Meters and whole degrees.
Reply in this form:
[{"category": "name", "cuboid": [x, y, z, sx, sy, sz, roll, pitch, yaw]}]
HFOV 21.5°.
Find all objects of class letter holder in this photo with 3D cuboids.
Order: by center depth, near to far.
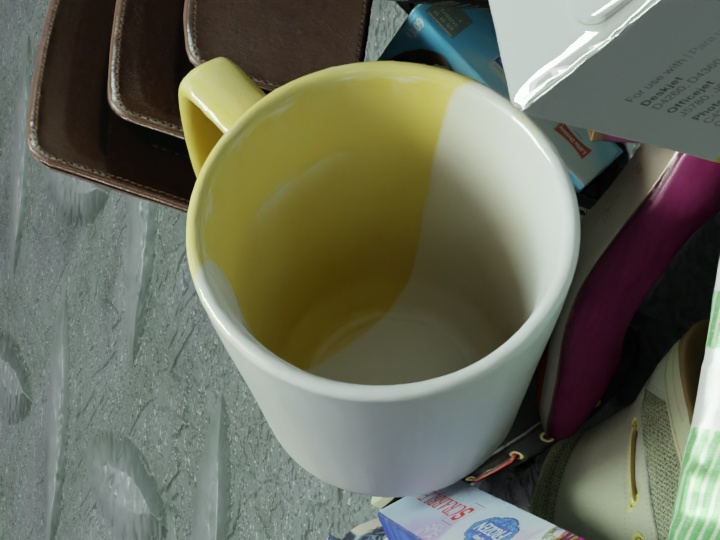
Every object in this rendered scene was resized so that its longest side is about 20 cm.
[{"category": "letter holder", "cuboid": [-0.073, -0.135, 0.915, 0.101, 0.142, 0.200, 119, 164, -48]}]

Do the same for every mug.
[{"category": "mug", "cuboid": [0.009, 0.003, 0.787, 0.153, 0.149, 0.187, 85, 177, -60]}]

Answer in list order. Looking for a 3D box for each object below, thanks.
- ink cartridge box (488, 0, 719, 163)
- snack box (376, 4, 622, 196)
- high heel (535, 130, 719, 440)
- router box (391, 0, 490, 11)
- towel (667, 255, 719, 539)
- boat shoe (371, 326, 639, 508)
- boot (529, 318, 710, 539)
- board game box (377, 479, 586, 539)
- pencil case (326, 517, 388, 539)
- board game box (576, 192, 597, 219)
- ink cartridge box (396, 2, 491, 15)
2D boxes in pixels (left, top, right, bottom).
[{"category": "ink cartridge box", "cuboid": [0.146, -0.120, 0.536, 0.146, 0.200, 0.147, -37, 53, 44]}, {"category": "snack box", "cuboid": [0.038, -0.046, 0.960, 0.116, 0.037, 0.200, 46, 146, 5]}, {"category": "high heel", "cuboid": [0.127, -0.006, 0.773, 0.068, 0.096, 0.200, -93, 10, -50]}, {"category": "router box", "cuboid": [0.066, -0.215, 0.840, 0.062, 0.149, 0.201, -159, 72, -66]}, {"category": "towel", "cuboid": [0.172, 0.040, 0.639, 0.152, 0.023, 0.201, 8, 87, 49]}, {"category": "boat shoe", "cuboid": [0.063, 0.074, 0.920, 0.201, 0.063, 0.074, -50, 14, 51]}, {"category": "boot", "cuboid": [0.126, 0.138, 0.770, 0.155, 0.072, 0.200, 132, 140, -57]}, {"category": "board game box", "cuboid": [0.085, 0.189, 0.750, 0.200, 0.041, 0.200, 65, 170, -5]}, {"category": "pencil case", "cuboid": [0.045, 0.163, 0.953, 0.200, 0.078, 0.090, 165, 108, -67]}, {"category": "board game box", "cuboid": [0.027, 0.007, 0.933, 0.200, 0.135, 0.035, 129, 159, -56]}, {"category": "ink cartridge box", "cuboid": [0.037, -0.152, 1.001, 0.148, 0.076, 0.200, -125, 44, -56]}]
